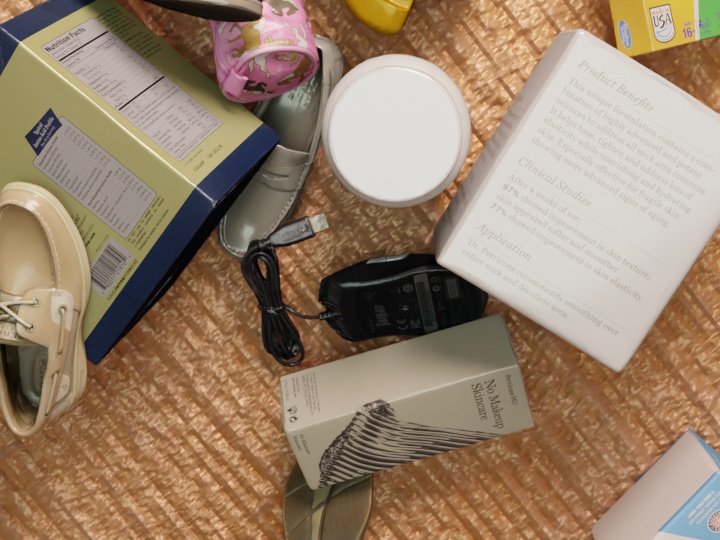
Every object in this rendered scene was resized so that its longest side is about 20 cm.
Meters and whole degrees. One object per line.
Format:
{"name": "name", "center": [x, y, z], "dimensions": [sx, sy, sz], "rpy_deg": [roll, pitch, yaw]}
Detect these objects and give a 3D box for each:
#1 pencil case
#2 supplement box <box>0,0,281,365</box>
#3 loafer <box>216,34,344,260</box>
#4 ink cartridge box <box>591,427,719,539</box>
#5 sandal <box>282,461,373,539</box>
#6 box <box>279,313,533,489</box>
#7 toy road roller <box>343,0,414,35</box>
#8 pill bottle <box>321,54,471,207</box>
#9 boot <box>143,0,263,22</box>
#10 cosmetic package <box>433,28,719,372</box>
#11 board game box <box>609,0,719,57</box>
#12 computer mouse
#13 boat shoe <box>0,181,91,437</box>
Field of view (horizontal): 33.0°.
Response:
{"name": "pencil case", "center": [-0.096, -0.232, 0.954], "dimensions": [0.086, 0.083, 0.201], "rpy_deg": [-20, 75, 4]}
{"name": "supplement box", "center": [-0.211, -0.077, 0.956], "dimensions": [0.200, 0.134, 0.200], "rpy_deg": [40, 122, -3]}
{"name": "loafer", "center": [-0.071, -0.100, 1.009], "dimensions": [0.070, 0.070, 0.201], "rpy_deg": [21, 99, 0]}
{"name": "ink cartridge box", "center": [0.315, 0.257, 1.014], "dimensions": [0.200, 0.125, 0.129], "rpy_deg": [41, 98, -3]}
{"name": "sandal", "center": [-0.025, 0.245, 1.062], "dimensions": [0.080, 0.054, 0.201], "rpy_deg": [-3, 80, 8]}
{"name": "box", "center": [0.038, 0.111, 1.021], "dimensions": [0.199, 0.069, 0.082], "rpy_deg": [-17, 128, 5]}
{"name": "toy road roller", "center": [0.005, -0.276, 0.957], "dimensions": [0.199, 0.123, 0.146], "rpy_deg": [23, 110, -1]}
{"name": "pill bottle", "center": [0.028, -0.108, 0.937], "dimensions": [0.113, 0.200, 0.114], "rpy_deg": [1, 99, 3]}
{"name": "boot", "center": [-0.136, -0.272, 0.893], "dimensions": [0.200, 0.073, 0.151], "rpy_deg": [24, 97, 33]}
{"name": "cosmetic package", "center": [0.178, -0.060, 0.954], "dimensions": [0.167, 0.166, 0.200], "rpy_deg": [32, 100, -2]}
{"name": "board game box", "center": [0.251, -0.279, 0.945], "dimensions": [0.153, 0.040, 0.201], "rpy_deg": [-18, 99, -26]}
{"name": "computer mouse", "center": [0.000, 0.000, 1.019], "dimensions": [0.199, 0.046, 0.141], "rpy_deg": [-13, 124, 11]}
{"name": "boat shoe", "center": [-0.247, 0.033, 0.908], "dimensions": [0.072, 0.065, 0.201], "rpy_deg": [13, 121, 14]}
